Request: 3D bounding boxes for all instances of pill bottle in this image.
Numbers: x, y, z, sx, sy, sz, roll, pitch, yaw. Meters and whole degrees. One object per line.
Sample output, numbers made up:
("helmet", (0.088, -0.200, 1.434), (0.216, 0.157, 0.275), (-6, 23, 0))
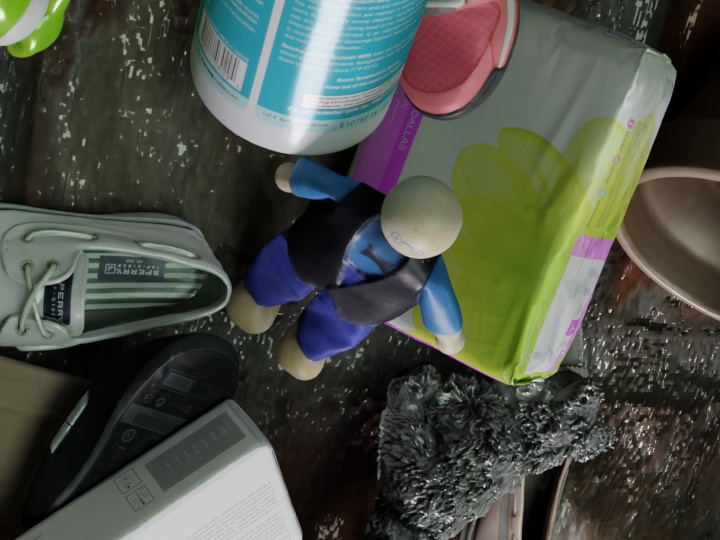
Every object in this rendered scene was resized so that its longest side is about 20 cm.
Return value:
("pill bottle", (-0.014, -0.159, 0.734), (0.110, 0.111, 0.201), (-16, 149, -29))

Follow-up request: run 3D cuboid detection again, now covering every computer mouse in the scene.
("computer mouse", (-0.157, 0.099, 0.782), (0.140, 0.046, 0.201), (18, 110, -49))

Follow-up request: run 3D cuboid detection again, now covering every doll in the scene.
("doll", (0.000, 0.000, 0.803), (0.136, 0.200, 0.049), (42, 58, -5))

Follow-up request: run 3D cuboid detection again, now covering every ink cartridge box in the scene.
("ink cartridge box", (-0.120, 0.187, 0.816), (0.199, 0.045, 0.177), (-32, 137, -17))

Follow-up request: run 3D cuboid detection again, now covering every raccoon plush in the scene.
("raccoon plush", (0.081, 0.141, 0.936), (0.097, 0.132, 0.202), (49, 49, -65))

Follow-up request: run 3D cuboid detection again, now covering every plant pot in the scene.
("plant pot", (0.285, -0.073, 1.001), (0.200, 0.199, 0.176), (48, 64, -38))

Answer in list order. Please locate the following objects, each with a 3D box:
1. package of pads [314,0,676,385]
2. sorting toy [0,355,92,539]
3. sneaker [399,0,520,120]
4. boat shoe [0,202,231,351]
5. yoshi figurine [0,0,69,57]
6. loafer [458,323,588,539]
("package of pads", (0.075, -0.051, 0.860), (0.068, 0.154, 0.202), (3, 110, -61))
("sorting toy", (-0.194, 0.138, 0.825), (0.199, 0.036, 0.187), (23, 95, -46))
("sneaker", (0.039, -0.182, 0.804), (0.087, 0.073, 0.203), (14, 80, -61))
("boat shoe", (-0.159, 0.003, 0.780), (0.198, 0.067, 0.074), (-11, 116, -31))
("yoshi figurine", (-0.159, -0.159, 0.711), (0.200, 0.112, 0.112), (-45, 170, -28))
("loafer", (0.122, 0.125, 1.034), (0.071, 0.063, 0.202), (3, 108, -35))
